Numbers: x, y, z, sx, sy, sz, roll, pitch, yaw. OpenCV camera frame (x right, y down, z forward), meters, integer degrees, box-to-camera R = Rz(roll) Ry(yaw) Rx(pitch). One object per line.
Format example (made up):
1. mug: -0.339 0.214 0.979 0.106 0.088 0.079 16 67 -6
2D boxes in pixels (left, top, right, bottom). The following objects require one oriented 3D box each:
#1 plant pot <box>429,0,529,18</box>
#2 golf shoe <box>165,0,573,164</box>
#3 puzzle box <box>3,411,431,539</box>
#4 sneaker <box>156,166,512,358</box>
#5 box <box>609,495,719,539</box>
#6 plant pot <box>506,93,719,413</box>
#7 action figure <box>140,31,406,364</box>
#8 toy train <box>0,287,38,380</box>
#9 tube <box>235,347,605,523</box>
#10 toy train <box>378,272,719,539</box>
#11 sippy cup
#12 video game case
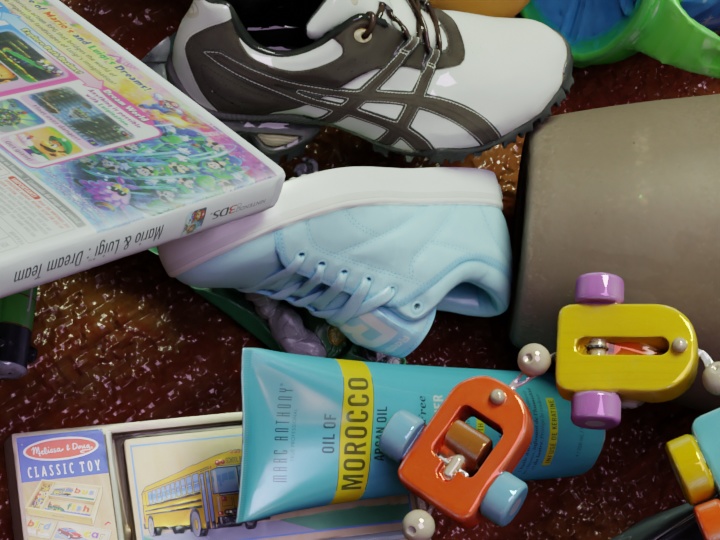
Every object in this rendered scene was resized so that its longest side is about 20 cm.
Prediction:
1. plant pot: 0.005 -0.207 1.011 0.183 0.200 0.201 29 66 -26
2. golf shoe: 0.011 -0.102 0.949 0.199 0.095 0.078 -7 53 -16
3. puzzle box: -0.061 0.133 0.964 0.199 0.025 0.134 -5 75 -20
4. sneaker: 0.000 0.000 0.947 0.199 0.074 0.082 -8 76 -38
5. box: 0.170 0.218 0.965 0.106 0.122 0.201 -28 84 -23
6. plant pot: 0.163 -0.009 1.009 0.173 0.200 0.201 5 72 0
7. action figure: -0.050 -0.019 0.997 0.200 0.055 0.118 48 52 -7
8. toy train: -0.170 -0.039 0.971 0.056 0.042 0.201 14 70 -26
9. tube: 0.026 0.075 0.968 0.199 0.050 0.078 1 88 -35
10. toy train: 0.117 0.090 0.919 0.199 0.056 0.151 27 78 19
11. sippy cup: 0.166 -0.178 1.085 0.130 0.139 0.179 -4 86 -31
12. video game case: -0.159 -0.066 0.852 0.200 0.024 0.182 37 34 25
